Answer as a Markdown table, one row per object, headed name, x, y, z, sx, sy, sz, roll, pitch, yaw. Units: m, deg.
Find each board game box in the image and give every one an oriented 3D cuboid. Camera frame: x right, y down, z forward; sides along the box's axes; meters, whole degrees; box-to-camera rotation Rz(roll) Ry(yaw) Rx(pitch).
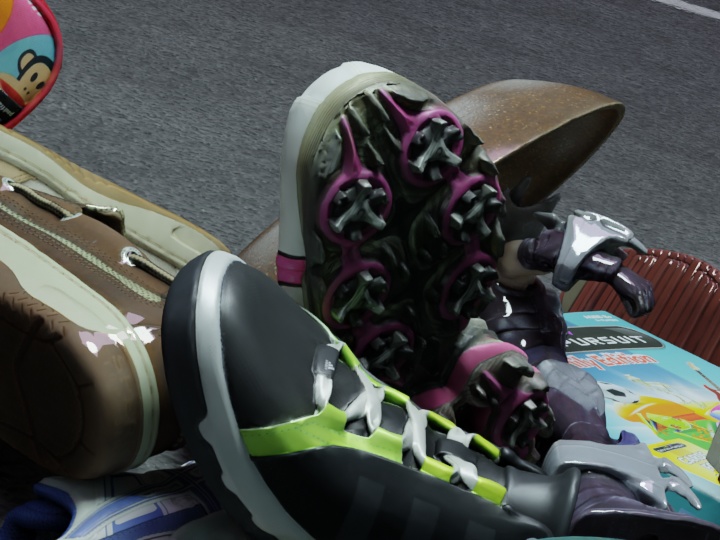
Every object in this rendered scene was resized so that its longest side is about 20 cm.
| name | x | y | z | sx | sy | sz | roll | pitch | yaw |
| --- | --- | --- | --- | --- | --- | --- | --- | --- | --- |
| board game box | 0.123 | 0.075 | 1.124 | 0.200 | 0.047 | 0.151 | 27 | 18 | 36 |

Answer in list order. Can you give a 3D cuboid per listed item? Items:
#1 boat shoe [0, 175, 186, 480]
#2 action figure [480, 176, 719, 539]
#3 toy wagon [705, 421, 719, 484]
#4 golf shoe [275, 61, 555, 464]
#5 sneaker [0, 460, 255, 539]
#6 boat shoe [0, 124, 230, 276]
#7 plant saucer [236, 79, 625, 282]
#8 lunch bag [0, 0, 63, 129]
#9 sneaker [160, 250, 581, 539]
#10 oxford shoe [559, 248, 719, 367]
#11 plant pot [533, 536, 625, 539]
| name | x | y | z | sx | sy | sz | roll | pitch | yaw |
| --- | --- | --- | --- | --- | --- | --- | --- | --- | --- |
| boat shoe | -0.107 | 0.006 | 0.896 | 0.075 | 0.075 | 0.202 | -17 | 35 | -34 |
| action figure | 0.069 | 0.053 | 1.016 | 0.069 | 0.130 | 0.200 | -2 | 37 | -19 |
| toy wagon | 0.217 | 0.087 | 0.947 | 0.200 | 0.040 | 0.155 | 26 | 21 | 13 |
| golf shoe | 0.000 | 0.000 | 0.887 | 0.073 | 0.200 | 0.092 | -37 | 56 | -15 |
| sneaker | -0.061 | 0.080 | 0.859 | 0.088 | 0.075 | 0.200 | 18 | 14 | 8 |
| boat shoe | -0.142 | -0.015 | 1.068 | 0.200 | 0.069 | 0.074 | 25 | -11 | -26 |
| plant saucer | 0.009 | -0.015 | 1.061 | 0.037 | 0.200 | 0.200 | 55 | 24 | 8 |
| lunch bag | -0.237 | -0.108 | 1.128 | 0.200 | 0.176 | 0.082 | 51 | 0 | -26 |
| sneaker | 0.022 | 0.062 | 0.815 | 0.200 | 0.083 | 0.072 | 53 | 25 | -25 |
| oxford shoe | 0.172 | 0.049 | 1.277 | 0.200 | 0.070 | 0.075 | 28 | -8 | 43 |
| plant pot | 0.066 | 0.144 | 0.646 | 0.200 | 0.134 | 0.200 | 15 | 15 | -4 |
